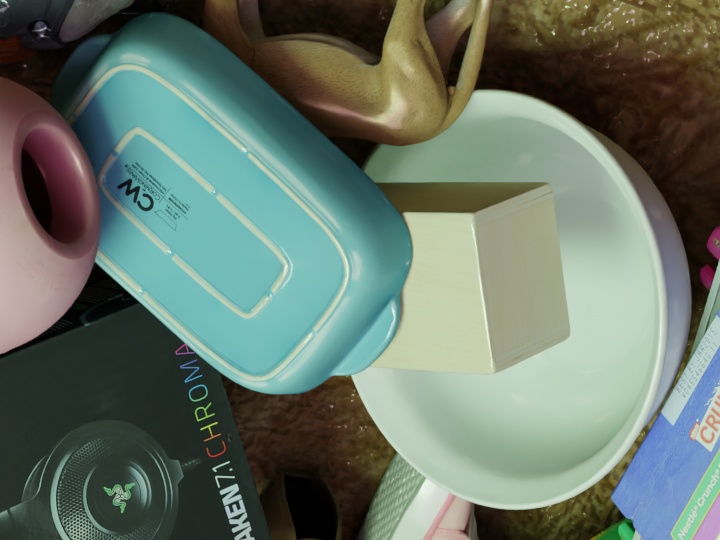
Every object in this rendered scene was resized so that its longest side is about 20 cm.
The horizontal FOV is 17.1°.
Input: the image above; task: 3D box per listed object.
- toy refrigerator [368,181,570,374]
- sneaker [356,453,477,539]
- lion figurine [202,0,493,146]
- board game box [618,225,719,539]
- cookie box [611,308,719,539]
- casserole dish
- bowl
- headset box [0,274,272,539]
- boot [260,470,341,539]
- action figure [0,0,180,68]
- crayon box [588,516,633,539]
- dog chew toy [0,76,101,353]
[{"bbox_3d":[0.000,0.000,1.144,0.199,0.070,0.076,1,105,41],"label":"toy refrigerator"},{"bbox_3d":[0.050,0.165,1.297,0.104,0.076,0.201,18,128,-7],"label":"sneaker"},{"bbox_3d":[-0.019,-0.088,1.125,0.199,0.072,0.123,-3,89,12],"label":"lion figurine"},{"bbox_3d":[0.236,0.056,1.208,0.199,0.026,0.201,-6,127,-26],"label":"board game box"},{"bbox_3d":[0.244,0.073,1.152,0.199,0.075,0.172,9,118,-37],"label":"cookie box"},{"bbox_3d":[-0.069,-0.026,1.086,0.200,0.039,0.121,42,115,6],"label":"casserole dish"},{"bbox_3d":[0.088,0.009,1.171,0.200,0.090,0.202,8,102,39],"label":"bowl"},{"bbox_3d":[-0.160,0.116,1.152,0.199,0.093,0.175,-21,103,-23],"label":"headset box"},{"bbox_3d":[-0.038,0.181,1.246,0.073,0.200,0.076,14,121,-16],"label":"boot"},{"bbox_3d":[-0.168,-0.175,1.080,0.199,0.105,0.194,20,122,-6],"label":"action figure"},{"bbox_3d":[0.119,0.218,1.278,0.200,0.058,0.119,-28,129,-31],"label":"crayon box"},{"bbox_3d":[-0.215,-0.013,1.058,0.199,0.125,0.125,-15,122,24],"label":"dog chew toy"}]
